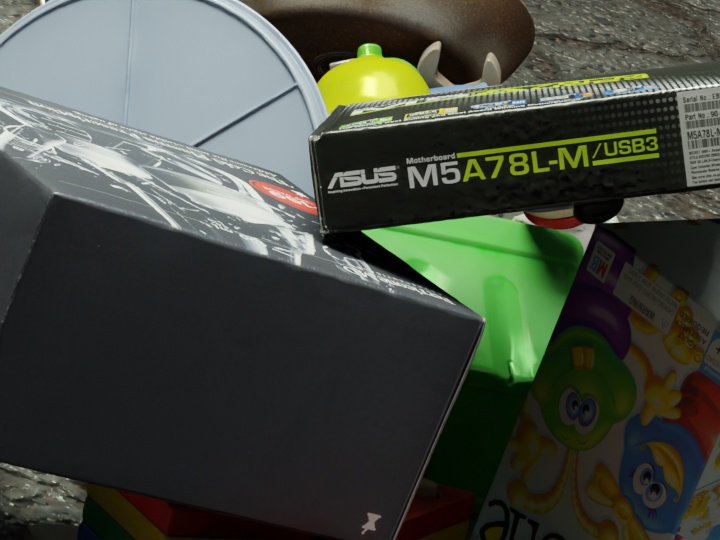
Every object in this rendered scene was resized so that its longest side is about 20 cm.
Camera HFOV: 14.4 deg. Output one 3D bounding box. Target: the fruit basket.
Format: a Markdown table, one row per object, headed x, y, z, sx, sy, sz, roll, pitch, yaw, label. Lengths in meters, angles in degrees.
| x | y | z | sx | sy | sz | roll | pitch | yaw | label |
| --- | --- | --- | --- | --- | --- | --- | --- | --- | --- |
| 0.000 | 0.000 | 1.386 | 0.215 | 0.156 | 0.216 | 19 | 36 | -14 | fruit basket |

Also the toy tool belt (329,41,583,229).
| x | y | z | sx | sy | sz | roll | pitch | yaw | label |
| --- | --- | --- | --- | --- | --- | --- | --- | --- | --- |
| 0.030 | -0.060 | 1.511 | 0.199 | 0.123 | 0.125 | -17 | 34 | -9 | toy tool belt |

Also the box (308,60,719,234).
| x | y | z | sx | sy | sz | roll | pitch | yaw | label |
| --- | --- | --- | --- | --- | --- | --- | --- | --- | --- |
| 0.083 | -0.055 | 1.176 | 0.199 | 0.048 | 0.193 | -7 | 8 | 5 | box |

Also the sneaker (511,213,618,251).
| x | y | z | sx | sy | sz | roll | pitch | yaw | label |
| --- | --- | --- | --- | --- | --- | --- | --- | --- | --- |
| 0.100 | -0.011 | 1.598 | 0.199 | 0.089 | 0.075 | 7 | 27 | -27 | sneaker |

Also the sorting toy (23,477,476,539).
| x | y | z | sx | sy | sz | roll | pitch | yaw | label |
| --- | --- | --- | --- | --- | --- | --- | --- | --- | --- |
| -0.005 | 0.132 | 1.151 | 0.198 | 0.070 | 0.200 | 6 | 16 | -33 | sorting toy |

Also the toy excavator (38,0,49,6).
| x | y | z | sx | sy | sz | roll | pitch | yaw | label |
| --- | --- | --- | --- | --- | --- | --- | --- | --- | --- |
| -0.138 | -0.126 | 1.591 | 0.099 | 0.195 | 0.200 | -9 | 55 | -13 | toy excavator |

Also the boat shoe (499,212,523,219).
| x | y | z | sx | sy | sz | roll | pitch | yaw | label |
| --- | --- | --- | --- | --- | --- | --- | --- | --- | --- |
| 0.038 | -0.041 | 1.659 | 0.200 | 0.070 | 0.071 | 11 | 0 | -13 | boat shoe |

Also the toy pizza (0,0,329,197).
| x | y | z | sx | sy | sz | roll | pitch | yaw | label |
| --- | --- | --- | --- | --- | --- | --- | --- | --- | --- |
| -0.104 | -0.034 | 1.295 | 0.200 | 0.201 | 0.032 | 29 | -2 | 19 | toy pizza |

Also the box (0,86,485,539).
| x | y | z | sx | sy | sz | roll | pitch | yaw | label |
| --- | --- | --- | --- | --- | --- | --- | --- | --- | --- |
| -0.087 | 0.011 | 1.118 | 0.199 | 0.104 | 0.182 | 16 | 12 | -34 | box |

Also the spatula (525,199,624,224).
| x | y | z | sx | sy | sz | roll | pitch | yaw | label |
| --- | --- | --- | --- | --- | --- | --- | --- | --- | --- |
| 0.103 | -0.032 | 1.273 | 0.056 | 0.021 | 0.200 | -7 | 4 | 1 | spatula |

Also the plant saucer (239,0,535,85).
| x | y | z | sx | sy | sz | roll | pitch | yaw | label |
| --- | --- | --- | --- | --- | --- | --- | --- | --- | --- |
| -0.004 | -0.125 | 1.576 | 0.200 | 0.037 | 0.201 | 6 | -22 | 2 | plant saucer |

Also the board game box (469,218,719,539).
| x | y | z | sx | sy | sz | roll | pitch | yaw | label |
| --- | --- | --- | --- | --- | --- | --- | --- | --- | --- |
| 0.132 | 0.089 | 1.238 | 0.105 | 0.201 | 0.103 | -2 | 31 | -43 | board game box |
